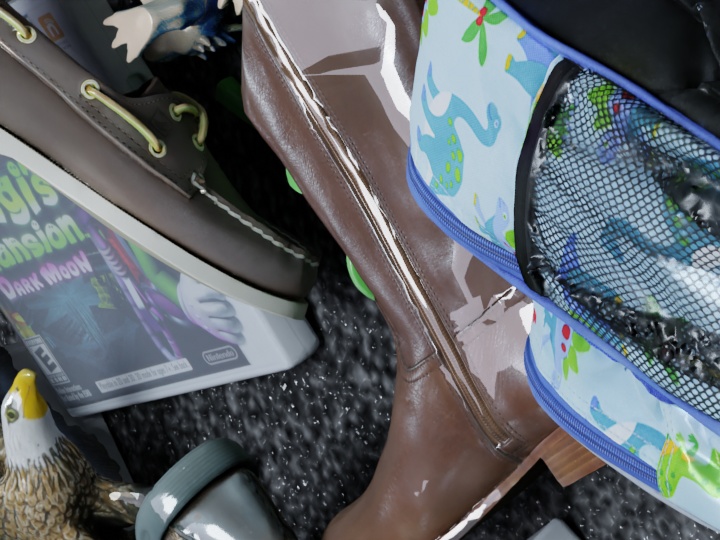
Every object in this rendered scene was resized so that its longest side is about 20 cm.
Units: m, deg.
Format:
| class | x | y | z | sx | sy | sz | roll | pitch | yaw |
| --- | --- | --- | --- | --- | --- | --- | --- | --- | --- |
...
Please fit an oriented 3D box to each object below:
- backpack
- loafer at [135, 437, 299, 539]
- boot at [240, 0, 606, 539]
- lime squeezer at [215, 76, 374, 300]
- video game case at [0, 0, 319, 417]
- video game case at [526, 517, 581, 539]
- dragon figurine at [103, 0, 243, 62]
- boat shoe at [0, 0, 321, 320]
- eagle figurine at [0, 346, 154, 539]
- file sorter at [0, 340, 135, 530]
| class | x | y | z | sx | sy | sz | roll | pitch | yaw |
| --- | --- | --- | --- | --- | --- | --- | --- | --- | --- |
| backpack | 0.111 | -0.028 | 0.683 | 0.200 | 0.183 | 0.147 | 40 | 134 | 44 |
| loafer | -0.043 | 0.133 | 1.022 | 0.063 | 0.072 | 0.200 | 42 | 166 | 22 |
| boot | 0.000 | 0.000 | 0.915 | 0.186 | 0.064 | 0.200 | -35 | 90 | 38 |
| lime squeezer | -0.003 | -0.011 | 0.974 | 0.200 | 0.038 | 0.071 | 55 | 142 | 21 |
| video game case | -0.121 | -0.025 | 1.100 | 0.200 | 0.023 | 0.182 | -15 | 110 | 56 |
| video game case | -0.006 | 0.175 | 0.975 | 0.018 | 0.143 | 0.200 | 47 | 142 | 2 |
| dragon figurine | -0.037 | -0.126 | 0.941 | 0.200 | 0.099 | 0.059 | -28 | 91 | 43 |
| boat shoe | -0.094 | -0.050 | 0.975 | 0.060 | 0.200 | 0.072 | -59 | 12 | -1 |
| eagle figurine | -0.155 | 0.092 | 1.113 | 0.199 | 0.152 | 0.151 | 15 | 100 | 19 |
| file sorter | -0.176 | 0.157 | 1.206 | 0.200 | 0.138 | 0.125 | 64 | 147 | 12 |
